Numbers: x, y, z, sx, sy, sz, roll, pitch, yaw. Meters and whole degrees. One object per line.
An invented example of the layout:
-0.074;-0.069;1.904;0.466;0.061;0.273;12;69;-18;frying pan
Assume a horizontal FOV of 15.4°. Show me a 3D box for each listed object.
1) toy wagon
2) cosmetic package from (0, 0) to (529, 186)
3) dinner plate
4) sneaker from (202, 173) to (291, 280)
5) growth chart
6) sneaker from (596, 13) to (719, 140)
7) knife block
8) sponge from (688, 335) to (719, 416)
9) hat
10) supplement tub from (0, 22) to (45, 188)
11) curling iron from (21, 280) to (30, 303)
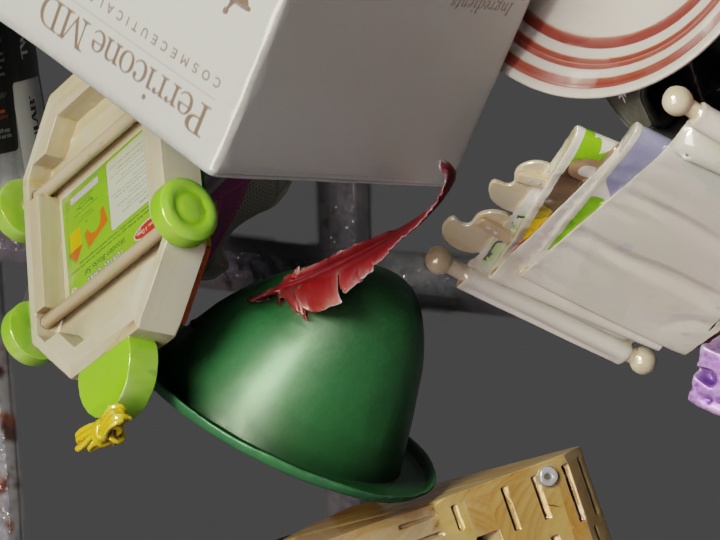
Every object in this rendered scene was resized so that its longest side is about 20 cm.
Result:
-0.120;-0.007;1.273;0.155;0.039;0.201;-35;54;45;toy wagon
-0.026;-0.163;1.162;0.167;0.166;0.201;36;112;34;cosmetic package
0.108;-0.176;1.170;0.199;0.024;0.202;-2;87;41;dinner plate
-0.069;-0.081;1.357;0.201;0.088;0.081;-58;39;9;sneaker
0.128;-0.015;1.203;0.144;0.018;0.200;32;142;-18;growth chart
0.131;-0.100;1.203;0.199;0.090;0.067;23;113;28;sneaker
0.015;0.150;1.370;0.199;0.176;0.064;-20;92;-9;knife block
0.251;0.072;1.149;0.199;0.111;0.030;26;113;27;sponge
0.000;0.000;1.288;0.200;0.165;0.177;37;108;43;hat
-0.237;-0.132;1.428;0.122;0.122;0.202;-1;101;34;supplement tub
-0.150;-0.030;1.445;0.026;0.049;0.201;42;126;20;curling iron
